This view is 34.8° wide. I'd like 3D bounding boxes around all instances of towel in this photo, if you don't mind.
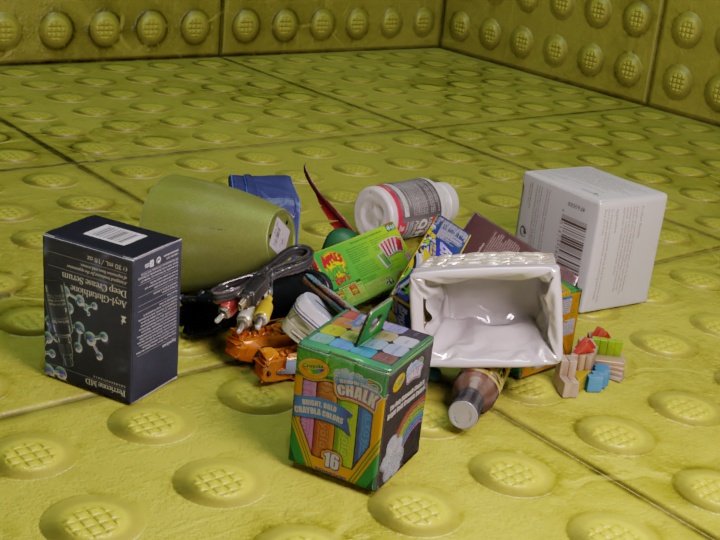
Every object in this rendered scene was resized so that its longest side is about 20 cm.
[{"bbox_3d":[0.017,0.080,1.603,0.200,0.022,0.146,38,-2,-38],"label":"towel"}]

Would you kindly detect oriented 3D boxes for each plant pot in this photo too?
[{"bbox_3d":[-0.208,-0.052,1.776,0.198,0.189,0.187,4,18,25],"label":"plant pot"}]

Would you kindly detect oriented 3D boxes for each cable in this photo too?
[{"bbox_3d":[-0.141,0.022,1.634,0.096,0.051,0.200,11,30,22],"label":"cable"}]

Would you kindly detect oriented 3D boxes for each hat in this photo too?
[{"bbox_3d":[-0.015,-0.062,1.913,0.198,0.178,0.166,7,20,4],"label":"hat"}]

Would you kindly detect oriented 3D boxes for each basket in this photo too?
[{"bbox_3d":[0.172,0.047,1.551,0.198,0.137,0.123,-2,15,10],"label":"basket"}]

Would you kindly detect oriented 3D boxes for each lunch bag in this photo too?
[{"bbox_3d":[-0.183,-0.091,2.009,0.131,0.137,0.200,2,20,-12],"label":"lunch bag"}]

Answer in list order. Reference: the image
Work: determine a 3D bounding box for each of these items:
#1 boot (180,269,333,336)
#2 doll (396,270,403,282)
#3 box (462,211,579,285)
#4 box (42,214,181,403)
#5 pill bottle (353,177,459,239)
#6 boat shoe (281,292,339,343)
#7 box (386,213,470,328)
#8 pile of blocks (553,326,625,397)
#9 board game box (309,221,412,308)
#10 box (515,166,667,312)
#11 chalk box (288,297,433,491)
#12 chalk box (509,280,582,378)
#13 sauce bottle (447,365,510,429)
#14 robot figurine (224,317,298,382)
[{"bbox_3d":[-0.159,0.049,1.681,0.197,0.074,0.162,-5,5,34],"label":"boot"},{"bbox_3d":[0.155,0.029,1.858,0.199,0.049,0.136,9,-20,-29],"label":"doll"},{"bbox_3d":[0.252,-0.006,1.857,0.199,0.075,0.100,32,-3,12],"label":"box"},{"bbox_3d":[-0.324,0.048,1.501,0.147,0.202,0.107,14,22,24],"label":"box"},{"bbox_3d":[0.093,-0.118,2.194,0.199,0.112,0.110,-13,27,-41],"label":"pill bottle"},{"bbox_3d":[-0.018,0.113,1.550,0.200,0.062,0.072,42,19,2],"label":"boat shoe"},{"bbox_3d":[0.095,0.009,1.716,0.064,0.070,0.200,32,46,2],"label":"box"},{"bbox_3d":[0.343,0.126,1.674,0.082,0.063,0.200,15,23,25],"label":"pile of blocks"},{"bbox_3d":[0.000,0.000,1.836,0.199,0.102,0.048,-24,-9,-44],"label":"board game box"},{"bbox_3d":[0.390,-0.060,1.989,0.170,0.201,0.200,-7,24,-33],"label":"box"},{"bbox_3d":[0.002,0.129,1.348,0.123,0.202,0.125,15,22,24],"label":"chalk box"},{"bbox_3d":[0.212,0.060,1.728,0.124,0.125,0.199,-11,26,-40],"label":"chalk box"},{"bbox_3d":[0.160,0.154,1.547,0.064,0.065,0.200,10,21,13],"label":"sauce bottle"},{"bbox_3d":[-0.081,0.104,1.622,0.199,0.059,0.145,-11,29,-38],"label":"robot figurine"}]
